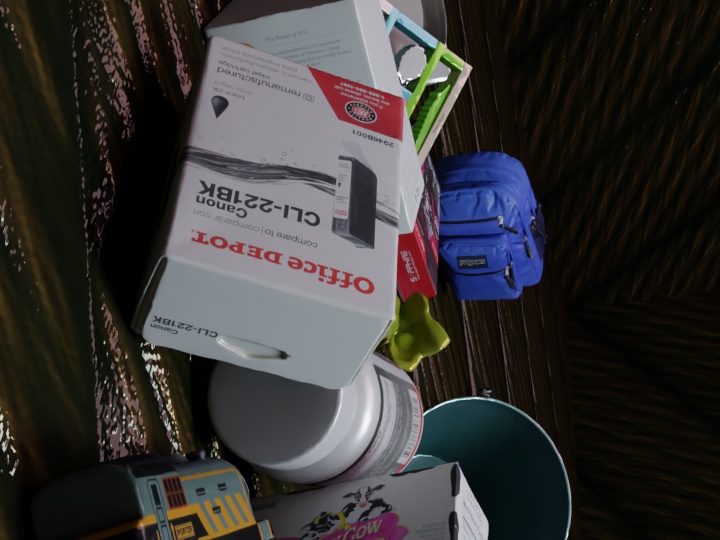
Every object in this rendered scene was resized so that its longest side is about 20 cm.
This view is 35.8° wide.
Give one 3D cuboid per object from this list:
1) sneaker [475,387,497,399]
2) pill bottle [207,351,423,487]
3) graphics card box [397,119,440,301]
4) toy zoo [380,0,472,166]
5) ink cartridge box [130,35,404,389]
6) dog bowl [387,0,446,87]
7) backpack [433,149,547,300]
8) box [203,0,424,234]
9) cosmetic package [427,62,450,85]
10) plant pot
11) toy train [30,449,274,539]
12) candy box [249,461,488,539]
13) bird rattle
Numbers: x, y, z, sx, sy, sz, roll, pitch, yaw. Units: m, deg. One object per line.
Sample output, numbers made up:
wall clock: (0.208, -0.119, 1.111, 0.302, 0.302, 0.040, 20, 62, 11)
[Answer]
sneaker: (0.221, 0.265, 1.753, 0.080, 0.071, 0.200, -77, 153, -44)
pill bottle: (-0.030, 0.101, 0.818, 0.200, 0.114, 0.114, 38, 45, -69)
graphics card box: (0.062, -0.077, 1.391, 0.200, 0.051, 0.126, -85, 160, -44)
toy zoo: (0.002, -0.183, 1.027, 0.200, 0.020, 0.131, 29, 86, -33)
ink cartridge box: (-0.054, -0.040, 0.721, 0.084, 0.144, 0.200, 121, -21, -47)
dog bowl: (0.000, -0.268, 1.105, 0.200, 0.059, 0.200, 18, 65, -43)
backpack: (0.182, -0.065, 1.617, 0.168, 0.162, 0.200, -78, 156, -46)
box: (-0.032, -0.130, 0.923, 0.098, 0.124, 0.200, -72, 150, -60)
cosmetic package: (0.044, -0.320, 1.346, 0.102, 0.074, 0.200, -172, -108, -70)
plant pot: (0.088, 0.229, 1.103, 0.135, 0.200, 0.201, 155, -70, -68)
toy train: (-0.100, 0.154, 0.601, 0.200, 0.085, 0.114, 19, 54, -74)
candy box: (-0.008, 0.232, 0.714, 0.200, 0.167, 0.072, -82, 152, -50)
bird rattle: (0.000, 0.000, 1.033, 0.163, 0.113, 0.200, -1, 79, -59)
